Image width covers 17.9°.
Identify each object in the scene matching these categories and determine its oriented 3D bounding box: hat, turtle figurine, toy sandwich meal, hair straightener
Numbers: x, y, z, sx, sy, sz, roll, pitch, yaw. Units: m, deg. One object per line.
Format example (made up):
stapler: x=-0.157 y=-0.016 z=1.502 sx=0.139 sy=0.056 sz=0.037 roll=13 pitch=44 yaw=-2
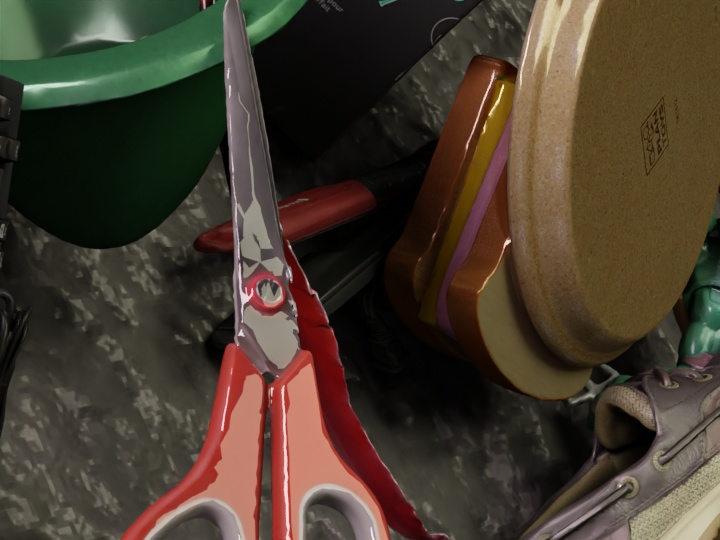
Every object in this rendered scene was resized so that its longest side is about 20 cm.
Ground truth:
hat: x=-0.077 y=-0.029 z=0.721 sx=0.200 sy=0.165 sz=0.176 roll=-104 pitch=-175 yaw=-50
turtle figurine: x=0.149 y=0.035 z=0.986 sx=0.200 sy=0.101 sz=0.150 roll=59 pitch=32 yaw=-9
toy sandwich meal: x=0.080 y=-0.050 z=0.882 sx=0.205 sy=0.070 sz=0.206 roll=-25 pitch=119 yaw=-57
hair straightener: x=0.000 y=0.000 z=0.875 sx=0.200 sy=0.041 sz=0.077 roll=-32 pitch=117 yaw=-63

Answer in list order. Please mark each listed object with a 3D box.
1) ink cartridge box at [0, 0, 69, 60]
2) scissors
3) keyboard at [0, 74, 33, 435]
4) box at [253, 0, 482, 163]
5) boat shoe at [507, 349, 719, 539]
ink cartridge box: x=-0.162 y=-0.115 z=0.748 sx=0.200 sy=0.050 sz=0.161 roll=-23 pitch=83 yaw=-39
scissors: x=-0.019 y=0.020 z=0.587 sx=0.073 sy=0.014 sz=0.200 roll=15 pitch=61 yaw=-13
keyboard: x=-0.108 y=0.049 z=0.591 sx=0.127 sy=0.021 sz=0.200 roll=14 pitch=85 yaw=-85
box: x=0.026 y=-0.167 z=0.867 sx=0.124 sy=0.200 sz=0.149 roll=45 pitch=33 yaw=-4
boat shoe: x=0.120 y=0.068 z=0.882 sx=0.065 sy=0.073 sz=0.200 roll=45 pitch=62 yaw=-6
